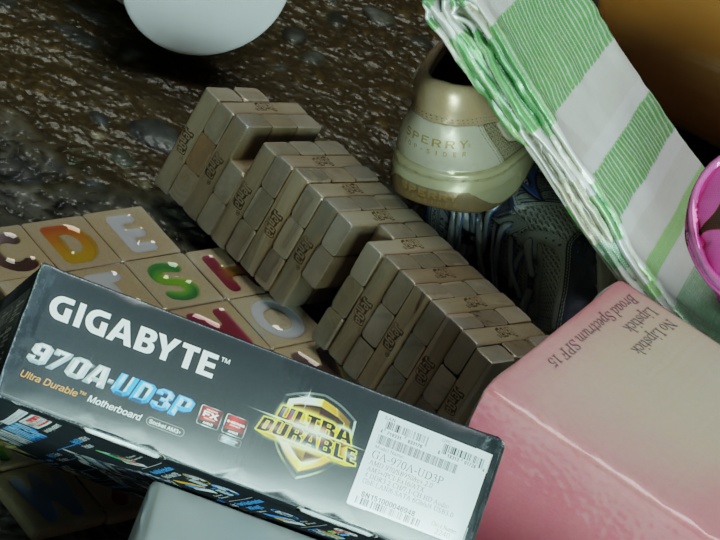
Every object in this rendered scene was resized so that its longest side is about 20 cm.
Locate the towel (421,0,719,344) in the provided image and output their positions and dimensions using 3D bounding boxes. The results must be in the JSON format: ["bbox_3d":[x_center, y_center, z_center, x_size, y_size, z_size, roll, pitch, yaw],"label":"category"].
[{"bbox_3d":[0.109,-0.061,1.136,0.200,0.023,0.153,53,27,-8],"label":"towel"}]

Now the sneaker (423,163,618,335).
[{"bbox_3d":[0.069,-0.014,1.189,0.085,0.077,0.200,6,27,-10],"label":"sneaker"}]

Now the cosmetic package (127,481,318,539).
[{"bbox_3d":[0.004,0.157,0.847,0.199,0.102,0.071,21,31,-7],"label":"cosmetic package"}]

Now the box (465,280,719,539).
[{"bbox_3d":[0.133,0.115,0.989,0.200,0.109,0.128,33,32,15],"label":"box"}]

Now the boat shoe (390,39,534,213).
[{"bbox_3d":[0.069,-0.092,1.188,0.071,0.065,0.200,12,27,13],"label":"boat shoe"}]

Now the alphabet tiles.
[{"bbox_3d":[-0.095,0.033,1.055,0.199,0.008,0.167,-10,45,-42],"label":"alphabet tiles"}]

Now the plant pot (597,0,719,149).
[{"bbox_3d":[0.228,-0.132,1.366,0.182,0.201,0.200,18,28,19],"label":"plant pot"}]

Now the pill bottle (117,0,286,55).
[{"bbox_3d":[-0.091,-0.194,1.298,0.110,0.111,0.200,11,34,-21],"label":"pill bottle"}]

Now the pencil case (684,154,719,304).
[{"bbox_3d":[0.215,0.014,1.123,0.200,0.093,0.091,39,54,-53],"label":"pencil case"}]

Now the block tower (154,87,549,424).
[{"bbox_3d":[0.000,0.000,1.114,0.200,0.058,0.054,45,28,27],"label":"block tower"}]

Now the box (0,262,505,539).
[{"bbox_3d":[-0.055,0.055,0.889,0.158,0.046,0.200,22,-11,-10],"label":"box"}]
